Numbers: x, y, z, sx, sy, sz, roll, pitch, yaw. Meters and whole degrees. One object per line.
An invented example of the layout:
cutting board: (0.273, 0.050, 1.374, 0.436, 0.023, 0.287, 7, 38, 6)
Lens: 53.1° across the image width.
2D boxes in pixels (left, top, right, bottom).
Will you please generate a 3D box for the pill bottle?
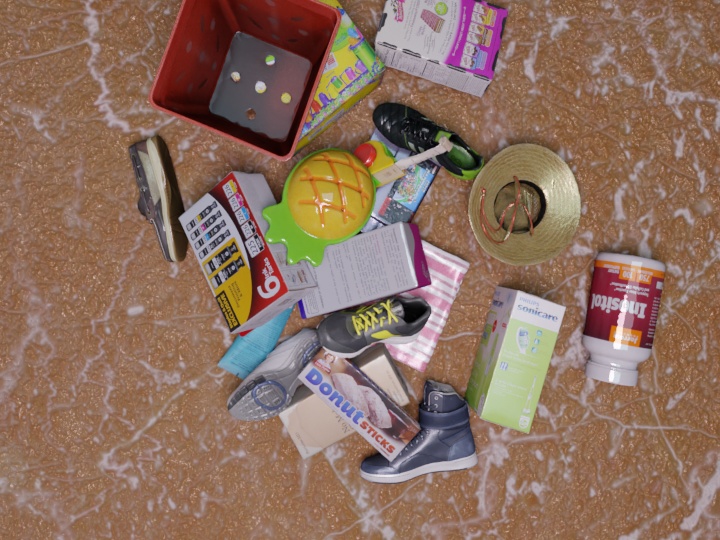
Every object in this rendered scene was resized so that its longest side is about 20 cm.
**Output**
pill bottle: (0.426, 0.079, 1.180, 0.110, 0.113, 0.206, 9, 91, -3)

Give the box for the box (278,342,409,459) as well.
box: (-0.027, 0.209, 1.166, 0.197, 0.078, 0.096, -31, 99, 5)

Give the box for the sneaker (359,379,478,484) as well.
sneaker: (0.087, 0.259, 1.179, 0.197, 0.077, 0.150, -10, 102, -7)

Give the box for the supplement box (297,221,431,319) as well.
supplement box: (0.000, 0.000, 1.128, 0.196, 0.101, 0.106, -18, 85, 19)

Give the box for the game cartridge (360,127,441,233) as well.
game cartridge: (0.049, -0.150, 1.196, 0.128, 0.038, 0.203, 29, 90, 1)

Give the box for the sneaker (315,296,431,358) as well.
sneaker: (0.023, 0.074, 1.103, 0.196, 0.085, 0.076, -9, 62, -33)

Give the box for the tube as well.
tube: (-0.156, 0.089, 1.188, 0.076, 0.050, 0.203, 29, 94, -6)

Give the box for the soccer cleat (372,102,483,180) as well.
soccer cleat: (0.110, -0.212, 1.143, 0.197, 0.081, 0.069, 30, 82, -4)

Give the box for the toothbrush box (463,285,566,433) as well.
toothbrush box: (0.243, 0.137, 1.157, 0.084, 0.146, 0.205, 18, 92, -3)

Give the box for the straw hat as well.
straw hat: (0.252, -0.103, 1.179, 0.195, 0.085, 0.207, 1, 88, -13)

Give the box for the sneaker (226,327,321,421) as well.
sneaker: (-0.130, 0.166, 1.156, 0.198, 0.087, 0.076, -35, 114, -19)

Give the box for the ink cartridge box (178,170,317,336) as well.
ink cartridge box: (-0.189, -0.017, 1.111, 0.174, 0.083, 0.203, -34, 77, 27)

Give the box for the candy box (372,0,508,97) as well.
candy box: (0.126, -0.379, 1.162, 0.195, 0.061, 0.140, 18, 73, -4)

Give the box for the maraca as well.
maraca: (-0.059, -0.096, 1.069, 0.137, 0.107, 0.201, 41, 68, 2)

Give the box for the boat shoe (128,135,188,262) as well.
boat shoe: (-0.327, -0.111, 1.165, 0.063, 0.073, 0.206, -11, 89, 9)

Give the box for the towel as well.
towel: (0.080, 0.051, 1.189, 0.143, 0.030, 0.204, 22, 100, -3)

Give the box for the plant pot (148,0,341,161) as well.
plant pot: (-0.146, -0.270, 0.991, 0.196, 0.176, 0.204, 21, 92, -1)

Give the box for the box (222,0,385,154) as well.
box: (-0.095, -0.322, 1.139, 0.199, 0.122, 0.194, -37, 93, -1)

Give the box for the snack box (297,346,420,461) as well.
snack box: (-0.002, 0.201, 1.112, 0.199, 0.024, 0.072, 43, 97, -6)

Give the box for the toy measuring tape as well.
toy measuring tape: (0.050, -0.182, 1.126, 0.197, 0.073, 0.075, -21, 93, 28)
